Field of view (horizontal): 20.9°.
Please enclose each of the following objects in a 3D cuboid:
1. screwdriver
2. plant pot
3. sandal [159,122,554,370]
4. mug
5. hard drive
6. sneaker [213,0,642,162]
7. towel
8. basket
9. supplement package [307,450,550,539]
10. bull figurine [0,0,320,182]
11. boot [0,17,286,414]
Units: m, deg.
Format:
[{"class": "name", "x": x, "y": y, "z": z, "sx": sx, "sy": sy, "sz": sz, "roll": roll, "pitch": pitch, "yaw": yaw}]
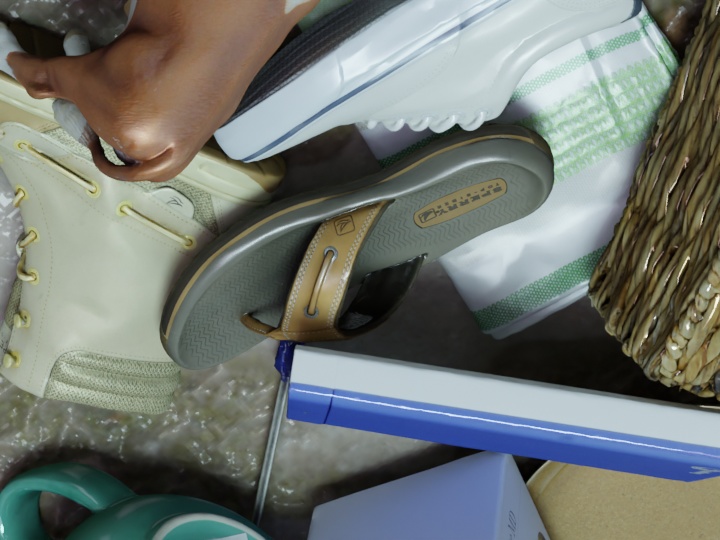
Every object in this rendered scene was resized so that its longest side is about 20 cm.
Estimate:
[{"class": "screwdriver", "x": -0.040, "y": 0.064, "z": 0.975, "sx": 0.028, "sy": 0.029, "sz": 0.201, "roll": 11, "pitch": 120, "yaw": -3}, {"class": "plant pot", "x": 0.166, "y": 0.152, "z": 1.003, "sx": 0.198, "sy": 0.028, "sz": 0.201, "roll": 1, "pitch": 115, "yaw": 2}, {"class": "sandal", "x": 0.000, "y": 0.000, "z": 0.880, "sx": 0.199, "sy": 0.055, "sz": 0.082, "roll": -22, "pitch": 148, "yaw": 6}, {"class": "mug", "x": -0.104, "y": 0.177, "z": 0.946, "sx": 0.184, "sy": 0.152, "sz": 0.115, "roll": 33, "pitch": 124, "yaw": -10}, {"class": "hard drive", "x": 0.066, "y": 0.067, "z": 0.888, "sx": 0.198, "sy": 0.132, "sz": 0.026, "roll": 9, "pitch": 81, "yaw": -1}, {"class": "sneaker", "x": 0.030, "y": -0.089, "z": 0.846, "sx": 0.199, "sy": 0.073, "sz": 0.071, "roll": -28, "pitch": 110, "yaw": 17}, {"class": "towel", "x": 0.074, "y": -0.076, "z": 0.899, "sx": 0.149, "sy": 0.031, "sz": 0.201, "roll": -28, "pitch": 111, "yaw": 13}, {"class": "basket", "x": 0.209, "y": -0.033, "z": 0.831, "sx": 0.148, "sy": 0.143, "sz": 0.201, "roll": 19, "pitch": 102, "yaw": -13}, {"class": "supplement package", "x": 0.057, "y": 0.209, "z": 0.957, "sx": 0.109, "sy": 0.114, "sz": 0.201, "roll": -19, "pitch": 112, "yaw": 16}, {"class": "bull figurine", "x": -0.062, "y": -0.123, "z": 0.829, "sx": 0.121, "sy": 0.200, "sz": 0.065, "roll": 22, "pitch": 152, "yaw": 32}, {"class": "boot", "x": -0.153, "y": -0.025, "z": 0.909, "sx": 0.199, "sy": 0.073, "sz": 0.156, "roll": 21, "pitch": 114, "yaw": -13}]
